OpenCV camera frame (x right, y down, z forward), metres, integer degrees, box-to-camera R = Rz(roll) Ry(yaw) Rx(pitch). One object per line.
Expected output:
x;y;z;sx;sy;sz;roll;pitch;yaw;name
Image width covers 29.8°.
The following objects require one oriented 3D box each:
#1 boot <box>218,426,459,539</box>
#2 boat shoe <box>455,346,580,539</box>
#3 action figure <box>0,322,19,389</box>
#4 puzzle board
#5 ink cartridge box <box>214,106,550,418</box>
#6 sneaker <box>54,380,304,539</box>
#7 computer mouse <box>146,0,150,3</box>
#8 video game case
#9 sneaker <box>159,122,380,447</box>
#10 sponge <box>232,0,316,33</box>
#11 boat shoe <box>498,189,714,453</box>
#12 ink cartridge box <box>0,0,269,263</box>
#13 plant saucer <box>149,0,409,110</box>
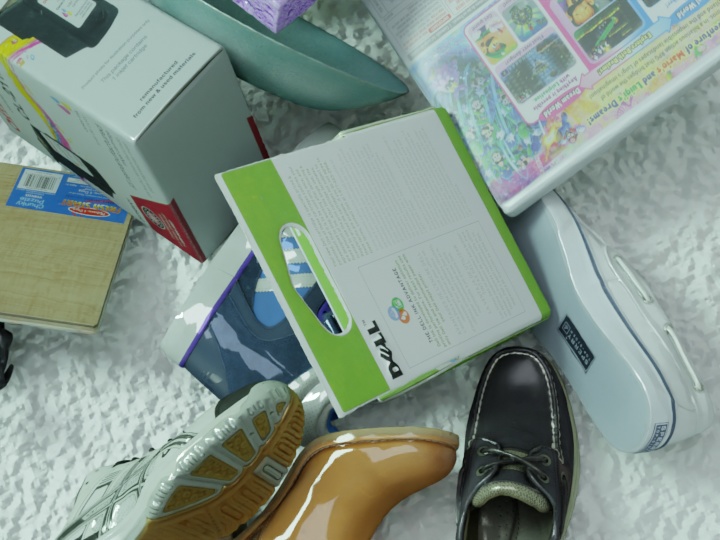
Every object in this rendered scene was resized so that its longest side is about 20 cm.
-0.020;0.183;0.783;0.199;0.077;0.156;-19;61;6;boot
0.091;0.136;0.799;0.071;0.065;0.201;5;69;11;boat shoe
-0.281;0.068;0.859;0.118;0.102;0.201;4;71;22;action figure
-0.254;-0.022;0.883;0.199;0.017;0.151;8;39;-2;puzzle board
0.000;0.000;0.779;0.199;0.076;0.148;-21;81;-47;ink cartridge box
-0.121;0.128;0.782;0.200;0.076;0.088;-46;44;-1;sneaker
-0.161;-0.259;0.977;0.044;0.110;0.201;-20;76;8;computer mouse
0.122;-0.164;0.835;0.200;0.024;0.183;-36;75;12;video game case
-0.019;0.017;0.865;0.146;0.081;0.200;34;64;1;sneaker
-0.023;-0.239;0.837;0.111;0.030;0.200;38;64;18;sponge
0.149;0.025;0.840;0.065;0.074;0.201;-5;56;-29;boat shoe
-0.165;-0.114;0.874;0.199;0.146;0.083;32;72;26;ink cartridge box
-0.064;-0.147;0.878;0.200;0.201;0.039;33;105;18;plant saucer
